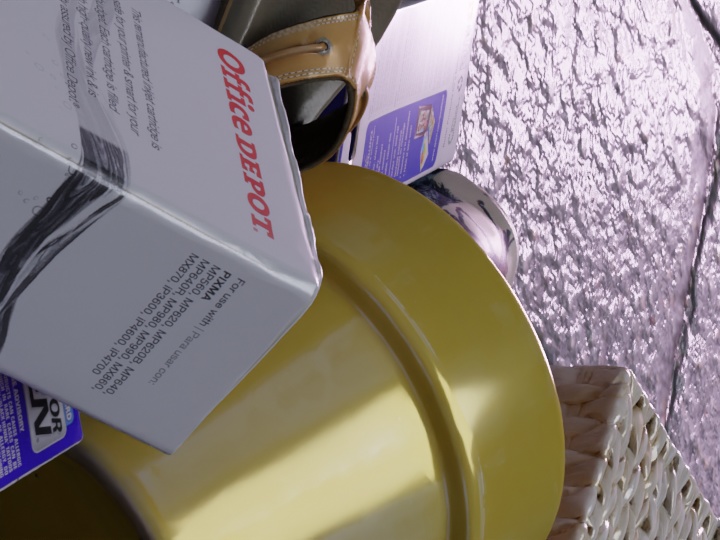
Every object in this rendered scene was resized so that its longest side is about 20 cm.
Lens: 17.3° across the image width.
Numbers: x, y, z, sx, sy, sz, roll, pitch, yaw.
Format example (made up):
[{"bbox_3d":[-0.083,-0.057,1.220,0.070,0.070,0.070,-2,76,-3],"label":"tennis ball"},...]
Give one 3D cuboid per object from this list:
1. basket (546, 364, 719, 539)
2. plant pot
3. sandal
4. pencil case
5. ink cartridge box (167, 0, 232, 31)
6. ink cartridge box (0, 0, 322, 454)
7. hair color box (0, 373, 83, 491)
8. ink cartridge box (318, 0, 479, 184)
[{"bbox_3d":[0.053,0.164,1.129,0.161,0.199,0.199,59,41,-42],"label":"basket"},{"bbox_3d":[-0.050,0.081,0.955,0.188,0.200,0.202,-30,118,-40],"label":"plant pot"},{"bbox_3d":[-0.032,-0.066,0.908,0.200,0.054,0.080,-53,141,-13],"label":"sandal"},{"bbox_3d":[0.000,0.000,1.151,0.200,0.089,0.078,-19,136,-61],"label":"pencil case"},{"bbox_3d":[-0.101,-0.148,0.894,0.146,0.084,0.200,-50,140,-16],"label":"ink cartridge box"},{"bbox_3d":[-0.121,-0.049,0.761,0.199,0.084,0.145,29,27,-28],"label":"ink cartridge box"},{"bbox_3d":[-0.189,0.058,0.752,0.200,0.109,0.065,-30,116,-59],"label":"hair color box"},{"bbox_3d":[0.011,-0.086,1.134,0.200,0.037,0.095,-36,136,-69],"label":"ink cartridge box"}]
